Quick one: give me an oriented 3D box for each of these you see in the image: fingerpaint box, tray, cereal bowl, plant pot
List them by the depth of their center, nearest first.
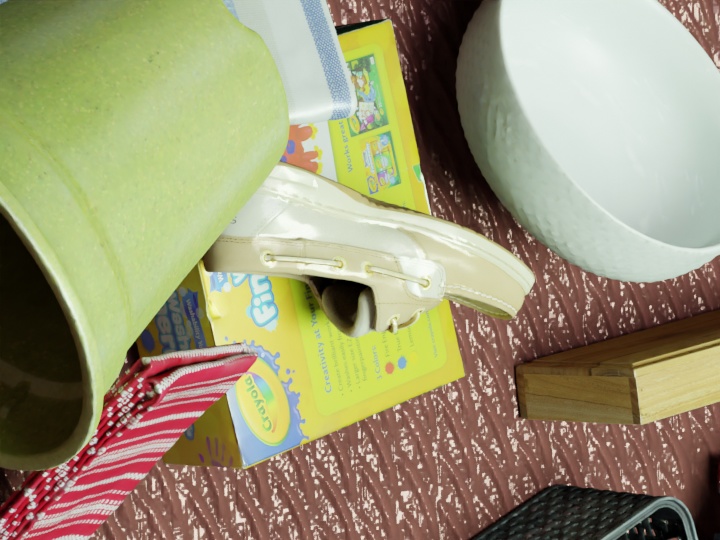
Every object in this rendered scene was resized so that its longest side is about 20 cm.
[{"bbox_3d":[-0.136,-0.046,1.322,0.184,0.200,0.201,-44,118,-35],"label":"plant pot"},{"bbox_3d":[-0.045,-0.016,1.560,0.166,0.073,0.201,-21,103,-40],"label":"fingerpaint box"},{"bbox_3d":[0.129,-0.076,1.683,0.199,0.083,0.201,25,45,-28],"label":"cereal bowl"},{"bbox_3d":[0.198,0.053,1.761,0.199,0.098,0.037,-12,98,-41],"label":"tray"}]

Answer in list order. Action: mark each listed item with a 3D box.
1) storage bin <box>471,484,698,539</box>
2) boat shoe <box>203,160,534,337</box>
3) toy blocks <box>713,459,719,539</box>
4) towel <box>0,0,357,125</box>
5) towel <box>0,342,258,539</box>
[{"bbox_3d":[0.106,0.223,1.690,0.200,0.093,0.136,-30,110,-36],"label":"storage bin"},{"bbox_3d":[0.000,0.000,1.508,0.199,0.074,0.070,19,79,-31],"label":"boat shoe"},{"bbox_3d":[0.257,0.198,1.803,0.100,0.136,0.201,-2,100,-43],"label":"toy blocks"},{"bbox_3d":[-0.107,-0.129,1.472,0.199,0.024,0.148,-9,69,-28],"label":"towel"},{"bbox_3d":[-0.137,0.112,1.403,0.200,0.022,0.145,-47,169,13],"label":"towel"}]
